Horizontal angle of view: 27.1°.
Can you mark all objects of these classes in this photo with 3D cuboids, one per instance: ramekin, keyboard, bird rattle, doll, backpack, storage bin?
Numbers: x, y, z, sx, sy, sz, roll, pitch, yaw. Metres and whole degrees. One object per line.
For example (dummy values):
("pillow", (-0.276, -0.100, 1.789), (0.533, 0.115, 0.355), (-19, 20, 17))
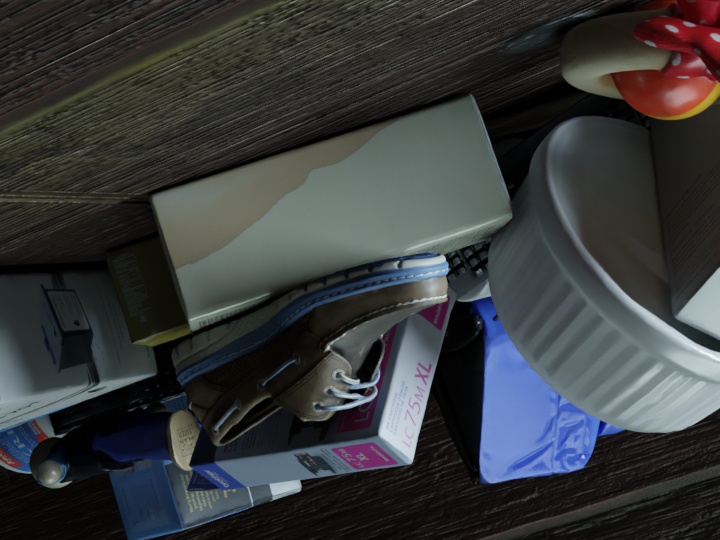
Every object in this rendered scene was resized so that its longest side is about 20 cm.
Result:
("ramekin", (0.167, 0.008, 0.919), (0.201, 0.203, 0.094), (-13, 149, -48))
("keyboard", (0.123, -0.034, 1.001), (0.199, 0.021, 0.127), (-35, 132, -3))
("bird rattle", (0.178, -0.104, 0.766), (0.162, 0.114, 0.199), (-2, -176, 39))
("doll", (-0.184, 0.131, 1.116), (0.199, 0.049, 0.136), (-15, -172, 42))
("backpack", (0.128, 0.055, 1.217), (0.166, 0.164, 0.200), (-4, -150, -16))
("storage bin", (-0.157, 0.053, 1.182), (0.198, 0.095, 0.135), (-18, 175, -16))

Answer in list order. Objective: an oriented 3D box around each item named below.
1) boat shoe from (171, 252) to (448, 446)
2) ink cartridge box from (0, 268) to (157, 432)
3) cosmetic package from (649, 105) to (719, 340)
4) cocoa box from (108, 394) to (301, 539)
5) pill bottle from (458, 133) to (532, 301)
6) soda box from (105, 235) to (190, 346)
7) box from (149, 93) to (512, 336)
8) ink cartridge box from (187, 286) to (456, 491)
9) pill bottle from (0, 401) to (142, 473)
("boat shoe", (-0.022, 0.048, 0.855), (0.199, 0.073, 0.072), (-25, 170, 39))
("ink cartridge box", (-0.249, 0.060, 0.983), (0.145, 0.087, 0.200), (-21, 176, 20))
("cosmetic package", (0.241, -0.044, 0.885), (0.085, 0.107, 0.201), (-55, -164, 36))
("cocoa box", (-0.164, 0.132, 1.380), (0.130, 0.202, 0.133), (-14, 174, -33))
("pill bottle", (0.144, -0.044, 1.105), (0.199, 0.121, 0.119), (-15, 174, -34))
("soda box", (-0.066, -0.010, 1.012), (0.198, 0.065, 0.068), (-19, 174, 1))
("box", (-0.019, -0.031, 0.890), (0.198, 0.078, 0.095), (-18, 174, -9))
("ink cartridge box", (-0.037, 0.073, 0.946), (0.199, 0.120, 0.042), (-17, 136, 43))
("pill bottle", (-0.277, 0.119, 1.319), (0.112, 0.113, 0.199), (-15, 174, -37))
